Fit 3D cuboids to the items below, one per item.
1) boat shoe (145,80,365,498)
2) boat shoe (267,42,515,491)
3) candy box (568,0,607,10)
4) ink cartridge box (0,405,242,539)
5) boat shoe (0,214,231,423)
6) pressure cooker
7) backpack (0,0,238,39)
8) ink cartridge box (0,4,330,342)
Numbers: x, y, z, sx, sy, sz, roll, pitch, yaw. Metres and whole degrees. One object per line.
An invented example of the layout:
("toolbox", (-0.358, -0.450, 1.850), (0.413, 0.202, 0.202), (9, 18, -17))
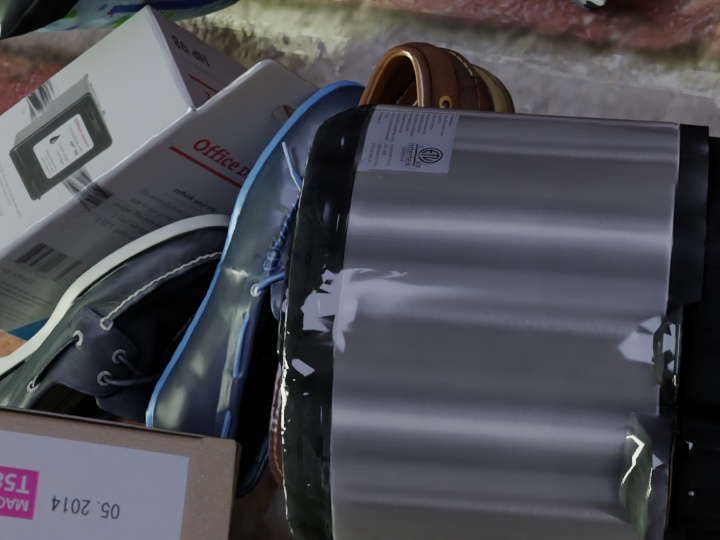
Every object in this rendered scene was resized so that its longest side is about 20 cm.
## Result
("boat shoe", (-0.024, 0.014, 1.190), (0.069, 0.084, 0.200), (37, 111, 43))
("boat shoe", (0.001, 0.000, 1.070), (0.072, 0.068, 0.200), (15, 83, 32))
("candy box", (0.065, -0.238, 1.154), (0.200, 0.072, 0.168), (31, 93, -2))
("ink cartridge box", (-0.170, 0.107, 1.135), (0.165, 0.200, 0.075), (147, 131, -69))
("boat shoe", (-0.125, 0.051, 1.232), (0.199, 0.074, 0.066), (-35, 63, 17))
("pressure cooker", (0.077, 0.030, 0.940), (0.200, 0.179, 0.176), (3, 71, 6))
("backpack", (-0.103, -0.189, 1.218), (0.154, 0.200, 0.163), (-36, 67, 24))
("ink cartridge box", (-0.103, -0.049, 1.225), (0.200, 0.116, 0.067), (-35, 60, 16))
